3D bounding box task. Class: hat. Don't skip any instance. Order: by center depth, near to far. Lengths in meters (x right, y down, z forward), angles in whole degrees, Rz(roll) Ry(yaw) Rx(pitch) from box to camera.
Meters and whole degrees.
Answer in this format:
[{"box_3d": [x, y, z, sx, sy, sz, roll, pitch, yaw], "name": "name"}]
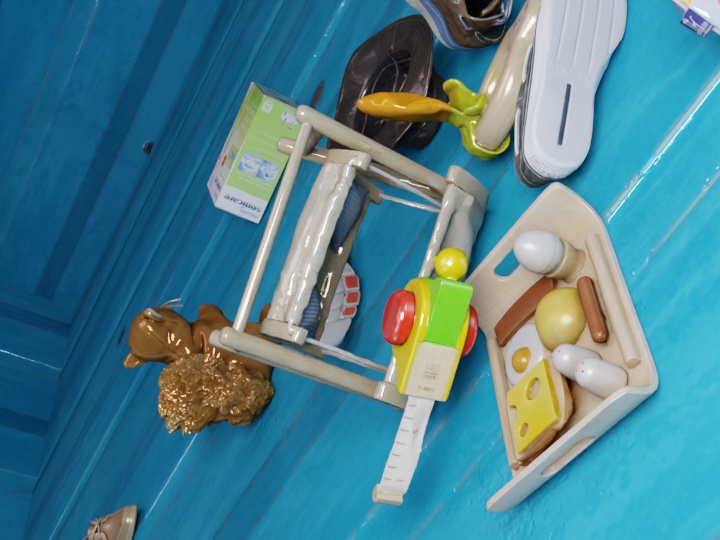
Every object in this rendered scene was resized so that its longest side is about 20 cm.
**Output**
[{"box_3d": [0.045, -0.184, 1.042, 0.200, 0.080, 0.202, -36, 44, 45], "name": "hat"}]

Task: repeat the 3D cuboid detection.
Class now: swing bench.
[{"box_3d": [0.000, 0.000, 0.793, 0.130, 0.199, 0.201, 160, 129, -76], "name": "swing bench"}]

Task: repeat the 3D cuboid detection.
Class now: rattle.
[{"box_3d": [0.106, -0.212, 0.834, 0.130, 0.142, 0.201, -42, -24, -62], "name": "rattle"}]

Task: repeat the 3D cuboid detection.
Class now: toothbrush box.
[{"box_3d": [-0.177, -0.201, 1.581, 0.201, 0.086, 0.146, -65, 21, 13], "name": "toothbrush box"}]

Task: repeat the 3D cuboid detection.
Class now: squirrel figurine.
[{"box_3d": [-0.209, 0.116, 1.215, 0.142, 0.186, 0.201, -57, 24, 26], "name": "squirrel figurine"}]

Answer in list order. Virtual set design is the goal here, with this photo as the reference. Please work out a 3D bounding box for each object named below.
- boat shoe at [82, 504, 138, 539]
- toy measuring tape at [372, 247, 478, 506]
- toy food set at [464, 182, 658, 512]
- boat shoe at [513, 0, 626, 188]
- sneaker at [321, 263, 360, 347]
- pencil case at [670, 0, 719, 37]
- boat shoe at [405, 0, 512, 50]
[{"box_3d": [-0.436, 0.458, 1.605, 0.200, 0.064, 0.072, -51, 27, 38], "name": "boat shoe"}, {"box_3d": [0.042, 0.076, 0.716, 0.074, 0.073, 0.202, -133, 57, -67], "name": "toy measuring tape"}, {"box_3d": [0.120, 0.051, 0.660, 0.144, 0.060, 0.201, -52, 26, 35], "name": "toy food set"}, {"box_3d": [0.157, -0.161, 0.755, 0.071, 0.072, 0.201, -34, 35, 68], "name": "boat shoe"}, {"box_3d": [-0.040, 0.027, 1.089, 0.201, 0.076, 0.082, -90, 3, -45], "name": "sneaker"}, {"box_3d": [0.259, -0.231, 0.553, 0.201, 0.091, 0.083, -56, -16, 25], "name": "pencil case"}, {"box_3d": [0.102, -0.252, 0.875, 0.072, 0.199, 0.073, 10, 91, 31], "name": "boat shoe"}]
